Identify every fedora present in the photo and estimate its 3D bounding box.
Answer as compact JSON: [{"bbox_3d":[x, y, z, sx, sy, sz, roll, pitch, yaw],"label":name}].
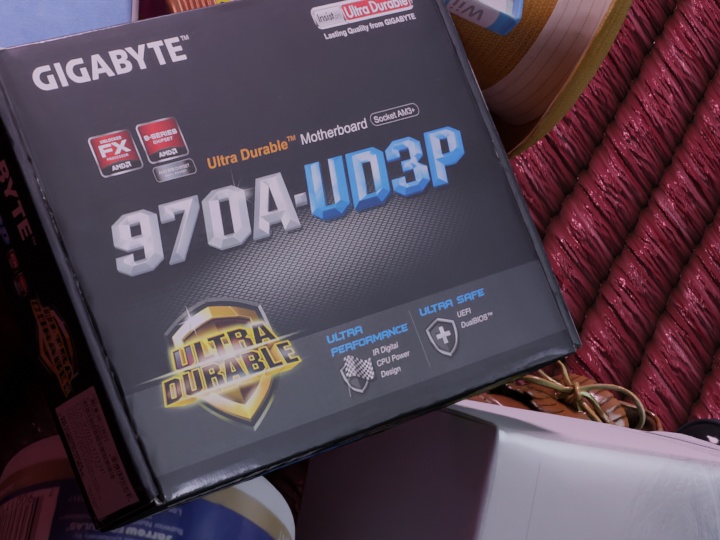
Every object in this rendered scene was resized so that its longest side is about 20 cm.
[{"bbox_3d":[0.070,-0.147,1.155,0.082,0.201,0.201,25,52,-18],"label":"fedora"}]

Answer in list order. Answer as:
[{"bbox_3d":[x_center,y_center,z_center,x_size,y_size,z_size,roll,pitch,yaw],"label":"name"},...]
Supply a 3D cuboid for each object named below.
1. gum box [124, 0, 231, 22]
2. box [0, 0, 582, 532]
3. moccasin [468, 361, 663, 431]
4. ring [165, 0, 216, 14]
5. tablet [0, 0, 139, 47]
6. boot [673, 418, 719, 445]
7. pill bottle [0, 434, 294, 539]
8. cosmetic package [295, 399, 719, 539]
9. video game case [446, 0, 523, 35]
[{"bbox_3d":[-0.059,-0.043,0.956,0.200,0.066,0.114,33,54,-52],"label":"gum box"},{"bbox_3d":[-0.031,-0.014,0.806,0.199,0.046,0.160,-16,82,-38],"label":"box"},{"bbox_3d":[0.105,0.082,1.174,0.078,0.074,0.201,-55,147,9],"label":"moccasin"},{"bbox_3d":[-0.019,-0.083,0.934,0.201,0.019,0.201,50,23,-30],"label":"ring"},{"bbox_3d":[-0.140,-0.118,0.842,0.130,0.014,0.201,11,67,-27],"label":"tablet"},{"bbox_3d":[0.120,0.151,1.116,0.165,0.065,0.200,-63,158,10],"label":"boot"},{"bbox_3d":[-0.089,0.166,0.784,0.111,0.111,0.201,45,43,-44],"label":"pill bottle"},{"bbox_3d":[0.076,0.161,0.927,0.199,0.123,0.200,11,91,-34],"label":"cosmetic package"},{"bbox_3d":[-0.008,-0.204,1.055,0.199,0.018,0.144,22,55,-19],"label":"video game case"}]
